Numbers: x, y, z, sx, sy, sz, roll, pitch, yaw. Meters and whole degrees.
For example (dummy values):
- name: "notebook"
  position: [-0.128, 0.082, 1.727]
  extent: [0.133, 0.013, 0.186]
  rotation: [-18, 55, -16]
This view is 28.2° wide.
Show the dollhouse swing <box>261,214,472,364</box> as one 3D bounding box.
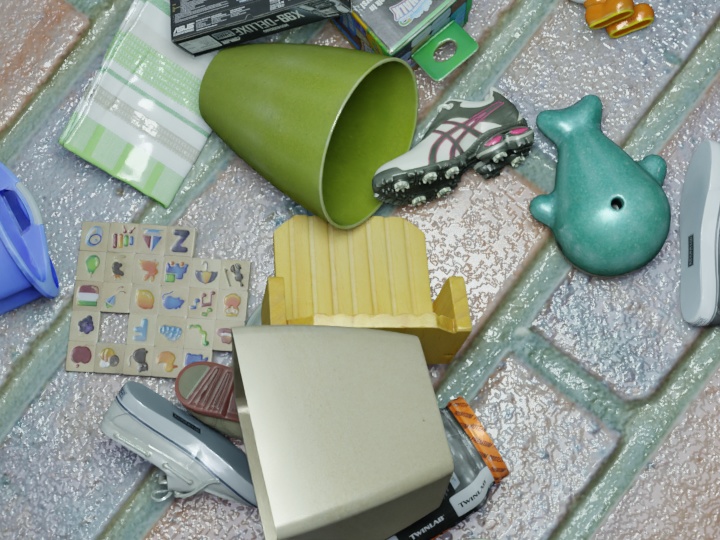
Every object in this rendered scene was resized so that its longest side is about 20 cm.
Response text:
- name: "dollhouse swing"
  position: [0.000, 0.000, 1.472]
  extent: [0.197, 0.182, 0.178]
  rotation: [1, 71, -7]

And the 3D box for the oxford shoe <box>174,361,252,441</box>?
- name: "oxford shoe"
  position: [-0.096, 0.153, 1.505]
  extent: [0.198, 0.075, 0.071]
  rotation: [22, 67, 14]

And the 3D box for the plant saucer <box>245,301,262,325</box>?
- name: "plant saucer"
  position: [-0.039, 0.101, 1.544]
  extent: [0.198, 0.050, 0.203]
  rotation: [0, 81, 2]

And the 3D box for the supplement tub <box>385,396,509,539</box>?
- name: "supplement tub"
  position: [0.047, 0.224, 1.482]
  extent: [0.199, 0.123, 0.123]
  rotation: [-32, 80, -2]

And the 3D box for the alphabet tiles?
- name: "alphabet tiles"
  position: [-0.220, 0.033, 1.577]
  extent: [0.197, 0.008, 0.169]
  rotation: [3, 80, 8]

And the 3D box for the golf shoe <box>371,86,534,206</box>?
- name: "golf shoe"
  position: [0.091, -0.132, 1.559]
  extent: [0.198, 0.077, 0.089]
  rotation: [-21, 71, -22]

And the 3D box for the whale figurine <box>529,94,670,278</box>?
- name: "whale figurine"
  position: [0.256, -0.094, 1.536]
  extent: [0.157, 0.104, 0.202]
  rotation: [-18, 80, 0]

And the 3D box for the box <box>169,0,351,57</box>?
- name: "box"
  position: [-0.110, -0.329, 1.516]
  extent: [0.198, 0.050, 0.160]
  rotation: [-12, 73, 25]

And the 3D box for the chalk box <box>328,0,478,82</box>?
- name: "chalk box"
  position: [0.043, -0.293, 1.573]
  extent: [0.125, 0.124, 0.200]
  rotation: [-40, 82, -5]

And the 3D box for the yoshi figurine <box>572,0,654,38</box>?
- name: "yoshi figurine"
  position: [0.277, -0.370, 1.589]
  extent: [0.111, 0.112, 0.202]
  rotation: [-11, 77, -15]

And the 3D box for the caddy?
- name: "caddy"
  position: [-0.394, -0.048, 1.541]
  extent: [0.104, 0.141, 0.201]
  rotation: [-30, 81, 0]

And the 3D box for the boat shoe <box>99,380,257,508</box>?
- name: "boat shoe"
  position: [-0.189, 0.207, 1.510]
  extent: [0.201, 0.075, 0.086]
  rotation: [36, 101, -16]

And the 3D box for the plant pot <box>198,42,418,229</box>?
- name: "plant pot"
  position: [-0.069, -0.167, 1.541]
  extent: [0.199, 0.187, 0.189]
  rotation: [24, 81, 26]

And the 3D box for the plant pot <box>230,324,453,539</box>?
- name: "plant pot"
  position: [-0.017, 0.163, 1.357]
  extent: [0.175, 0.200, 0.202]
  rotation: [-11, 66, -9]

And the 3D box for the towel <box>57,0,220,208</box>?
- name: "towel"
  position: [-0.223, -0.190, 1.579]
  extent: [0.148, 0.031, 0.201]
  rotation: [30, 85, -22]

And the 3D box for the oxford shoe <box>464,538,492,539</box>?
- name: "oxford shoe"
  position: [0.181, 0.340, 1.489]
  extent: [0.199, 0.058, 0.076]
  rotation: [30, 85, 9]

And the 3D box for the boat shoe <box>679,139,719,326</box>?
- name: "boat shoe"
  position: [0.387, -0.038, 1.543]
  extent: [0.065, 0.070, 0.202]
  rotation: [7, 77, -14]
